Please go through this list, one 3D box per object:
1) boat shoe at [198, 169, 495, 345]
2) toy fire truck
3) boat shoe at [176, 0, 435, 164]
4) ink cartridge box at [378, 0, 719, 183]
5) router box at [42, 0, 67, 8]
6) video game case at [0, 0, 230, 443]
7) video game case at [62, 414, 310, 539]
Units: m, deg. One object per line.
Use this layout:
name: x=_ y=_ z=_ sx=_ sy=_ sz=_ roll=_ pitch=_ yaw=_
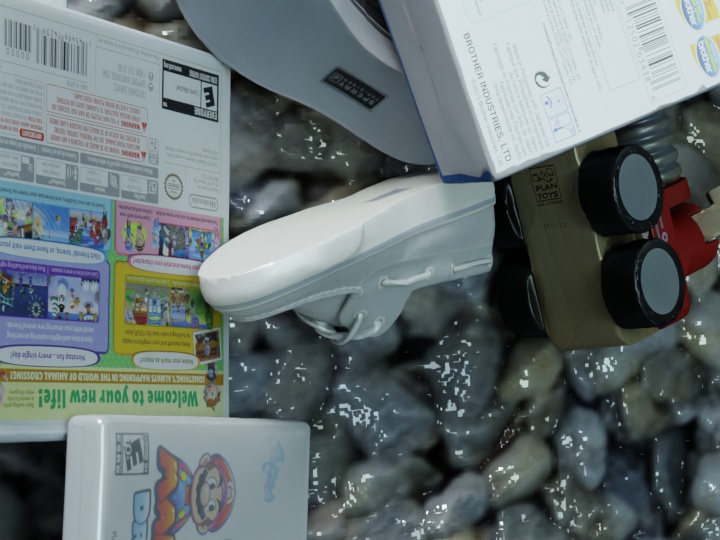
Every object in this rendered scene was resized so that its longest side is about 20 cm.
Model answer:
boat shoe: x=0.000 y=0.000 z=0.944 sx=0.199 sy=0.071 sz=0.069 roll=-25 pitch=108 yaw=-52
toy fire truck: x=0.169 y=-0.066 z=1.053 sx=0.199 sy=0.128 sz=0.178 roll=-21 pitch=99 yaw=-47
boat shoe: x=-0.016 y=-0.126 z=0.942 sx=0.199 sy=0.070 sz=0.067 roll=29 pitch=40 yaw=-36
ink cartridge box: x=0.114 y=-0.139 z=0.912 sx=0.198 sy=0.076 sz=0.138 roll=-23 pitch=101 yaw=-15
router box: x=-0.214 y=-0.044 z=0.806 sx=0.178 sy=0.049 sz=0.202 roll=4 pitch=85 yaw=-35
video game case: x=-0.115 y=-0.018 z=0.841 sx=0.200 sy=0.022 sz=0.184 roll=8 pitch=81 yaw=-64
video game case: x=-0.076 y=0.167 z=0.861 sx=0.182 sy=0.023 sz=0.202 roll=10 pitch=80 yaw=-62
